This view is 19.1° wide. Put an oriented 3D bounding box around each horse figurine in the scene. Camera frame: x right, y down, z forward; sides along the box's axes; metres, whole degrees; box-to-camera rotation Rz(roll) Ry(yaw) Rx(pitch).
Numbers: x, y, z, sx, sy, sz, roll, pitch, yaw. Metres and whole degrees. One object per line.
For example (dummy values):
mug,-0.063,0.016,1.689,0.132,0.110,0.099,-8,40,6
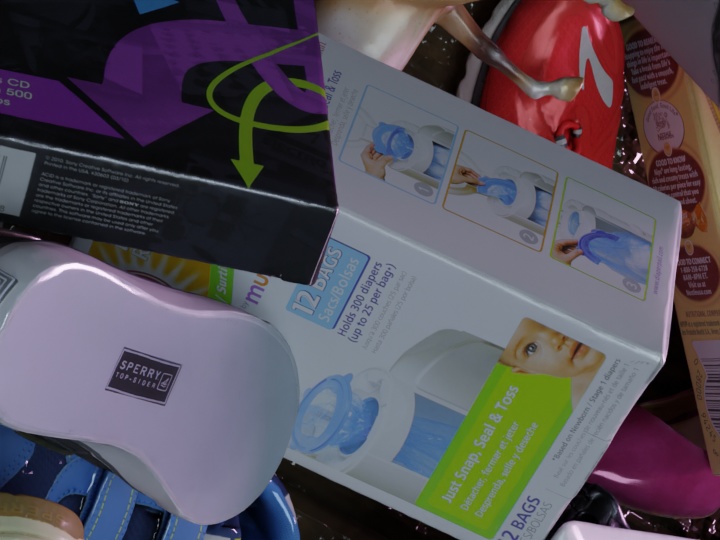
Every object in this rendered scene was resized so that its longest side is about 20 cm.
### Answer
horse figurine,0.010,-0.072,0.825,0.132,0.050,0.201,29,108,-5

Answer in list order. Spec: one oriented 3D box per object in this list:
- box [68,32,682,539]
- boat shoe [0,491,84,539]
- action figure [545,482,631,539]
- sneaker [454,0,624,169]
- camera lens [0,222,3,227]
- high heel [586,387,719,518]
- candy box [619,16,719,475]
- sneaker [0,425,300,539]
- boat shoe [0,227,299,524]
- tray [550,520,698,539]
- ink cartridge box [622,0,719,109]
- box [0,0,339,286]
box,0.000,0.000,0.766,0.199,0.102,0.113,25,125,-4
boat shoe,-0.145,0.147,0.702,0.073,0.065,0.200,13,137,-17
action figure,0.077,0.161,0.930,0.119,0.102,0.200,-42,150,-21
sneaker,0.084,-0.021,0.874,0.077,0.085,0.201,-4,109,-26
camera lens,-0.202,0.028,0.652,0.159,0.200,0.161,4,128,5
high heel,0.172,0.054,0.951,0.199,0.067,0.096,2,117,-33
candy box,0.188,-0.022,0.909,0.115,0.055,0.201,-14,93,-23
sneaker,-0.089,0.085,0.776,0.074,0.082,0.200,-58,157,16
boat shoe,-0.084,0.029,0.662,0.070,0.066,0.200,-65,154,-1
tray,0.102,0.154,0.839,0.200,0.022,0.108,17,105,-58
ink cartridge box,0.189,-0.123,0.820,0.146,0.200,0.083,-29,151,-15
box,-0.084,-0.082,0.687,0.142,0.201,0.036,11,126,-15
